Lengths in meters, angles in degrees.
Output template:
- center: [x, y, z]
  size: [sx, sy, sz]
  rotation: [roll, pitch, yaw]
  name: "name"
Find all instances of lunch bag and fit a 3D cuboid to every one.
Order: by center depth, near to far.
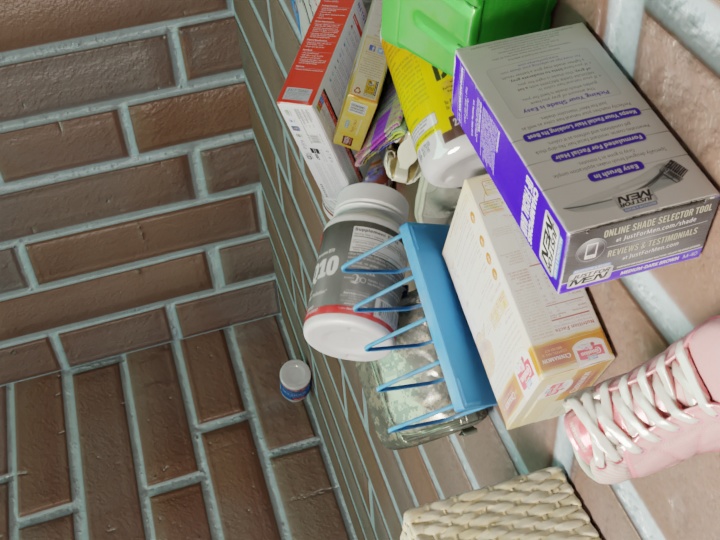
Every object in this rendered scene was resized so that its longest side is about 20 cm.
- center: [0.085, 0.126, 1.251]
  size: [0.168, 0.138, 0.202]
  rotation: [-34, 70, 62]
  name: "lunch bag"

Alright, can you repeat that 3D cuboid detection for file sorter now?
- center: [0.079, 0.066, 1.044]
  size: [0.122, 0.138, 0.202]
  rotation: [-28, 72, 37]
  name: "file sorter"

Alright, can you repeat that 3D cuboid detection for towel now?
- center: [0.041, -0.204, 1.101]
  size: [0.200, 0.023, 0.145]
  rotation: [157, 131, -74]
  name: "towel"

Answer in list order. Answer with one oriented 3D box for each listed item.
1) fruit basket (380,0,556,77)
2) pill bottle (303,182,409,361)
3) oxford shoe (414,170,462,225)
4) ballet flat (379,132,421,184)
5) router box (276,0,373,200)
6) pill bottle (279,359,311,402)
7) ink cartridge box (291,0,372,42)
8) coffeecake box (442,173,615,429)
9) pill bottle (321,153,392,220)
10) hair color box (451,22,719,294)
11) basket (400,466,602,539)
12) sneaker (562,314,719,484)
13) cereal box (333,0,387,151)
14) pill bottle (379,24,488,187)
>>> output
- center: [0.061, -0.280, 0.756]
  size: [0.216, 0.154, 0.217]
  rotation: [53, 160, 29]
  name: "fruit basket"
- center: [0.000, 0.000, 1.181]
  size: [0.114, 0.112, 0.202]
  rotation: [96, -176, -62]
  name: "pill bottle"
- center: [0.102, -0.093, 1.055]
  size: [0.057, 0.075, 0.201]
  rotation: [34, 156, 16]
  name: "oxford shoe"
- center: [0.056, -0.150, 1.176]
  size: [0.200, 0.072, 0.074]
  rotation: [114, 141, -70]
  name: "ballet flat"
- center: [-0.024, -0.216, 1.203]
  size: [0.201, 0.048, 0.181]
  rotation: [63, -139, -55]
  name: "router box"
- center: [-0.230, 0.397, 3.343]
  size: [0.200, 0.111, 0.113]
  rotation: [97, 157, -65]
  name: "pill bottle"
- center: [-0.042, -0.391, 1.369]
  size: [0.200, 0.083, 0.148]
  rotation: [110, 145, -73]
  name: "ink cartridge box"
- center: [0.151, 0.028, 0.903]
  size: [0.154, 0.072, 0.202]
  rotation: [99, 155, -64]
  name: "coffeecake box"
- center: [-0.005, -0.135, 1.432]
  size: [0.201, 0.111, 0.113]
  rotation: [88, 164, -51]
  name: "pill bottle"
- center: [0.149, -0.086, 0.669]
  size: [0.065, 0.108, 0.201]
  rotation: [87, 166, -47]
  name: "hair color box"
- center: [0.150, 0.338, 0.972]
  size: [0.199, 0.198, 0.162]
  rotation: [-116, 18, -47]
  name: "basket"
- center: [0.201, 0.097, 0.647]
  size: [0.201, 0.103, 0.076]
  rotation: [100, 156, -63]
  name: "sneaker"
- center: [0.018, -0.258, 1.100]
  size: [0.144, 0.039, 0.202]
  rotation: [120, 167, -75]
  name: "cereal box"
- center: [0.084, -0.188, 0.888]
  size: [0.109, 0.108, 0.202]
  rotation: [110, 144, -72]
  name: "pill bottle"
